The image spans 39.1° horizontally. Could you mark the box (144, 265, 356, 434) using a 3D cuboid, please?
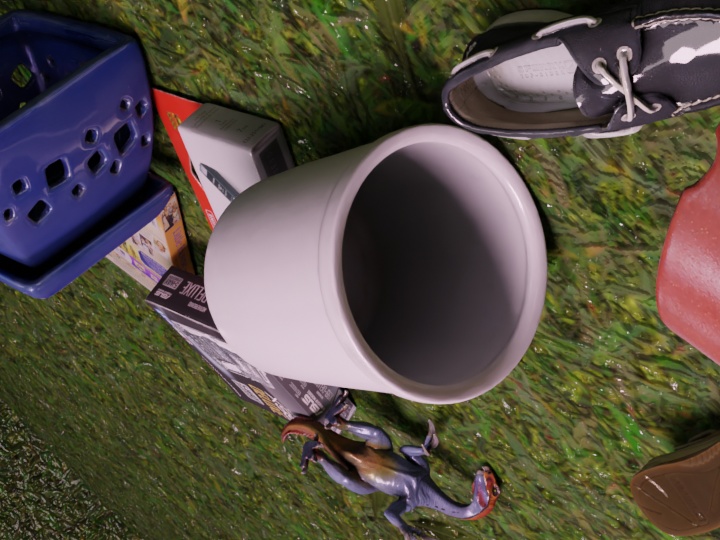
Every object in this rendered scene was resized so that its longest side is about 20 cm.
[{"bbox_3d":[-0.111,0.089,1.060,0.157,0.050,0.200,19,155,40],"label":"box"}]

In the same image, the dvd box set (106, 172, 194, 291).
[{"bbox_3d":[-0.246,-0.049,1.111,0.146,0.029,0.201,33,151,22],"label":"dvd box set"}]

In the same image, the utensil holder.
[{"bbox_3d":[0.000,0.000,0.701,0.171,0.170,0.199,54,152,-19],"label":"utensil holder"}]

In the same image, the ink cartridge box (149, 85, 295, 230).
[{"bbox_3d":[-0.115,-0.059,0.909,0.173,0.044,0.201,20,144,36],"label":"ink cartridge box"}]

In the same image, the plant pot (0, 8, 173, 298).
[{"bbox_3d":[-0.299,-0.102,0.914,0.199,0.200,0.181,20,139,37],"label":"plant pot"}]

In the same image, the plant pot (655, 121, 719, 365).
[{"bbox_3d":[0.235,0.006,0.386,0.195,0.200,0.202,36,153,33],"label":"plant pot"}]

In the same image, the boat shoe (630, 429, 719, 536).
[{"bbox_3d":[0.261,0.125,0.651,0.074,0.063,0.201,56,146,4],"label":"boat shoe"}]

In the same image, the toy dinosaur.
[{"bbox_3d":[0.040,0.186,0.989,0.180,0.106,0.200,30,179,-21],"label":"toy dinosaur"}]

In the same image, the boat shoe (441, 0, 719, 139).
[{"bbox_3d":[0.125,-0.098,0.512,0.199,0.060,0.076,0,130,53],"label":"boat shoe"}]
